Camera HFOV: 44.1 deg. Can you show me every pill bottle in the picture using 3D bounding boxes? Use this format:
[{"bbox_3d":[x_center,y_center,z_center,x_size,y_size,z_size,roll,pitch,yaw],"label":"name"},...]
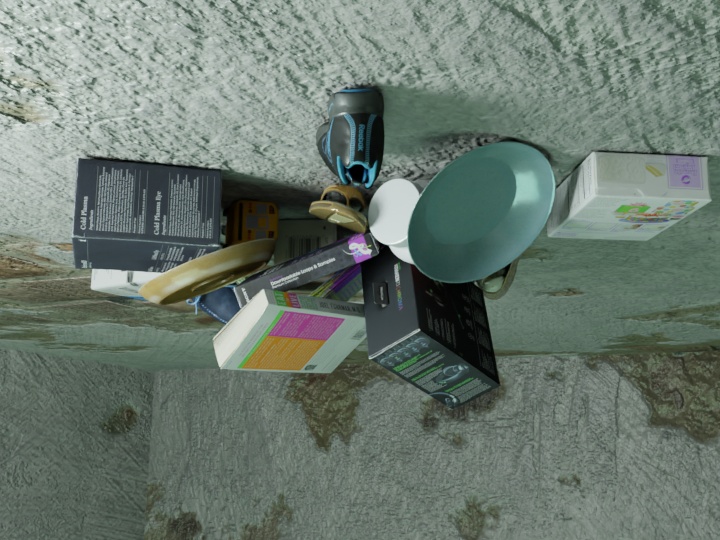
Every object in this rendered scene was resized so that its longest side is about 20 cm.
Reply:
[{"bbox_3d":[0.104,-0.056,1.181,0.112,0.113,0.199,-9,164,38],"label":"pill bottle"}]

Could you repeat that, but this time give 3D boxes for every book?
[{"bbox_3d":[-0.083,0.088,1.229,0.199,0.048,0.134,11,134,-41],"label":"book"}]

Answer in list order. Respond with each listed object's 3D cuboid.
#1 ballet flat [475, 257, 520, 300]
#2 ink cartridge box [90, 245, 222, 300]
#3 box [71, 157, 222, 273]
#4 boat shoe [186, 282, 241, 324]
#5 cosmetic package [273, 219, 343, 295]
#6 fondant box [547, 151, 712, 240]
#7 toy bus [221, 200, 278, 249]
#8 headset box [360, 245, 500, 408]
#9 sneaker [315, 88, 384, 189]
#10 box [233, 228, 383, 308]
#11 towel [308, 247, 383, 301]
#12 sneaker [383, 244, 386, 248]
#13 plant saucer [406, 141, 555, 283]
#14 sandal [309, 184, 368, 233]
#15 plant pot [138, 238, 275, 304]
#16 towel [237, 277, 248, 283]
[{"bbox_3d":[0.198,-0.017,1.309,0.067,0.068,0.201,-33,152,-36],"label":"ballet flat"},{"bbox_3d":[-0.341,-0.003,1.535,0.199,0.085,0.146,-7,165,32],"label":"ink cartridge box"},{"bbox_3d":[-0.288,-0.066,1.189,0.181,0.105,0.200,3,168,-17],"label":"box"},{"bbox_3d":[-0.257,0.013,1.377,0.200,0.084,0.069,41,180,1],"label":"boat shoe"},{"bbox_3d":[-0.076,-0.015,1.450,0.102,0.088,0.200,-1,168,6],"label":"cosmetic package"},{"bbox_3d":[0.334,-0.090,1.136,0.143,0.059,0.200,2,169,-4],"label":"fondant box"},{"bbox_3d":[-0.172,-0.050,1.353,0.078,0.066,0.200,1,168,-10],"label":"toy bus"},{"bbox_3d":[0.093,0.070,1.252,0.092,0.175,0.200,-32,133,28],"label":"headset box"},{"bbox_3d":[-0.013,-0.122,0.952,0.073,0.083,0.200,-1,169,-1],"label":"sneaker"},{"bbox_3d":[-0.068,-0.007,1.230,0.199,0.036,0.143,-23,-175,6],"label":"box"},{"bbox_3d":[0.000,0.000,1.394,0.200,0.023,0.144,-41,168,-2],"label":"towel"},{"bbox_3d":[0.073,-0.031,1.346,0.070,0.076,0.200,10,149,6],"label":"sneaker"},{"bbox_3d":[0.139,-0.075,1.072,0.200,0.039,0.202,-14,131,-17],"label":"plant saucer"},{"bbox_3d":[-0.021,-0.087,1.195,0.080,0.054,0.200,20,-176,1],"label":"sandal"},{"bbox_3d":[-0.205,0.006,1.222,0.199,0.028,0.200,-22,176,-2],"label":"plant pot"},{"bbox_3d":[-0.114,0.062,1.403,0.199,0.031,0.149,33,175,12],"label":"towel"}]
